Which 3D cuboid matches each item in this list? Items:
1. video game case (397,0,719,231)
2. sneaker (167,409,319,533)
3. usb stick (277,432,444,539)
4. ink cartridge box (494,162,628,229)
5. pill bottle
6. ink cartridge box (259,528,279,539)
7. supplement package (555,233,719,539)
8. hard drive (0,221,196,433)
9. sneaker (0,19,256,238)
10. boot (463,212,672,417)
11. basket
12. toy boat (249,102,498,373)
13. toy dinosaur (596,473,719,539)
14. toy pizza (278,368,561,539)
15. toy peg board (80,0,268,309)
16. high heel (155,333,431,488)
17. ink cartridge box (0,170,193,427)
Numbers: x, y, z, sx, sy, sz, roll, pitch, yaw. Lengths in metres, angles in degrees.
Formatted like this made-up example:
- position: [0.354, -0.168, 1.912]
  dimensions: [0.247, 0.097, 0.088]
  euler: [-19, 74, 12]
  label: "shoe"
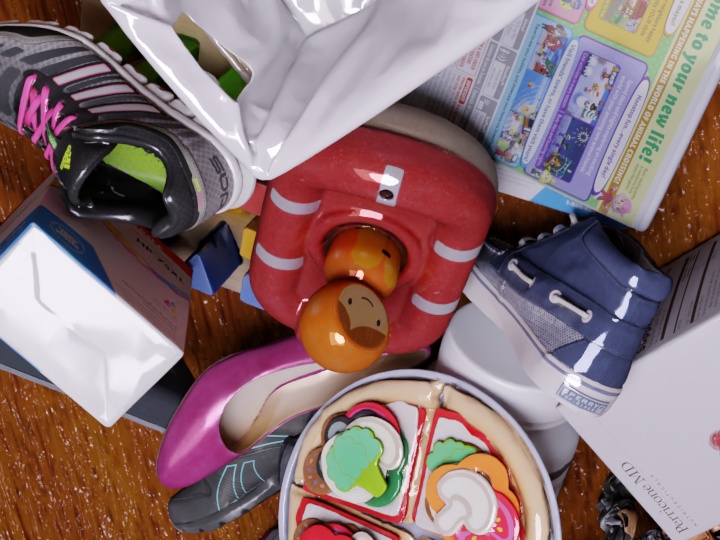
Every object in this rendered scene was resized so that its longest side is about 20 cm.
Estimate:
- position: [0.110, -0.141, 0.799]
  dimensions: [0.182, 0.022, 0.200]
  euler: [26, 124, 10]
  label: "video game case"
- position: [-0.071, 0.128, 1.094]
  dimensions: [0.200, 0.075, 0.079]
  euler: [-31, 89, 27]
  label: "sneaker"
- position: [0.026, 0.169, 0.956]
  dimensions: [0.200, 0.033, 0.056]
  euler: [29, 125, 28]
  label: "usb stick"
- position: [0.127, -0.137, 0.848]
  dimensions: [0.115, 0.067, 0.201]
  euler: [19, 124, 14]
  label: "ink cartridge box"
- position: [0.080, 0.126, 0.991]
  dimensions: [0.113, 0.113, 0.201]
  euler: [22, 123, 11]
  label: "pill bottle"
- position: [-0.023, 0.258, 1.065]
  dimensions: [0.146, 0.083, 0.200]
  euler: [39, 165, -1]
  label: "ink cartridge box"
- position: [0.237, 0.049, 0.875]
  dimensions: [0.200, 0.120, 0.121]
  euler: [-36, 102, 35]
  label: "supplement package"
- position: [-0.195, 0.033, 0.987]
  dimensions: [0.033, 0.200, 0.140]
  euler: [-45, 51, 10]
  label: "hard drive"
- position: [-0.162, -0.081, 0.873]
  dimensions: [0.200, 0.087, 0.074]
  euler: [29, 125, 6]
  label: "sneaker"
- position: [0.120, 0.003, 0.881]
  dimensions: [0.073, 0.200, 0.091]
  euler: [22, 106, -25]
  label: "boot"
- position: [-0.006, -0.163, 0.743]
  dimensions: [0.200, 0.123, 0.136]
  euler: [-30, 109, 34]
  label: "basket"
- position: [0.000, 0.000, 0.850]
  dimensions: [0.130, 0.131, 0.200]
  euler: [15, 141, -2]
  label: "toy boat"
- position: [0.185, 0.187, 0.967]
  dimensions: [0.199, 0.136, 0.102]
  euler: [-5, 116, 25]
  label: "toy dinosaur"
- position: [0.028, 0.161, 0.912]
  dimensions: [0.200, 0.032, 0.201]
  euler: [-1, 88, 31]
  label: "toy pizza"
- position: [-0.115, -0.064, 0.976]
  dimensions: [0.199, 0.098, 0.200]
  euler: [20, 123, 13]
  label: "toy peg board"
- position: [-0.045, 0.089, 0.980]
  dimensions: [0.096, 0.200, 0.067]
  euler: [45, 173, 41]
  label: "high heel"
- position: [-0.168, 0.003, 0.923]
  dimensions: [0.116, 0.200, 0.067]
  euler: [43, 100, -16]
  label: "ink cartridge box"
